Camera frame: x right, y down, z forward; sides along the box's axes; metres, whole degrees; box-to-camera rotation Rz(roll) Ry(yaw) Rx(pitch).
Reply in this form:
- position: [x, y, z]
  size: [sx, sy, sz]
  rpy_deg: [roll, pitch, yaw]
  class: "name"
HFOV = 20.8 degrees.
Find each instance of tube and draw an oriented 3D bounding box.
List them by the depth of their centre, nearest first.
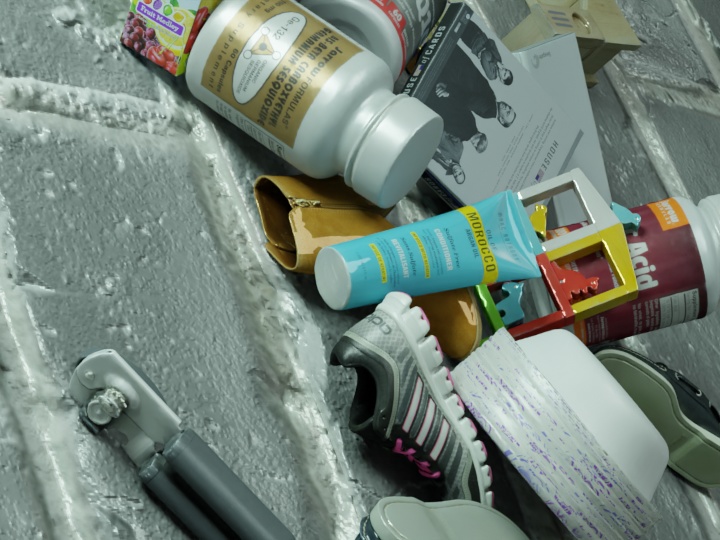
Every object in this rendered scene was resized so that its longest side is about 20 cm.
- position: [0.057, -0.012, 1.589]
  size: [0.199, 0.050, 0.078]
  rpy_deg: [-13, 85, -34]
  class: "tube"

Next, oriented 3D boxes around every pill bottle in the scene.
- position: [-0.036, -0.142, 1.618]
  size: [0.199, 0.115, 0.114]
  rpy_deg: [35, 29, 16]
  class: "pill bottle"
- position: [0.259, -0.002, 1.787]
  size: [0.114, 0.198, 0.115]
  rpy_deg: [165, -90, -86]
  class: "pill bottle"
- position: [0.016, -0.250, 1.822]
  size: [0.114, 0.114, 0.200]
  rpy_deg: [43, 41, -10]
  class: "pill bottle"

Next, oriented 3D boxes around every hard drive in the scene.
- position: [0.199, -0.126, 1.939]
  size: [0.132, 0.027, 0.202]
  rpy_deg: [-26, 105, -57]
  class: "hard drive"

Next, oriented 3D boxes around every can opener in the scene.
- position: [-0.121, 0.128, 1.352]
  size: [0.200, 0.053, 0.066]
  rpy_deg: [48, 32, -3]
  class: "can opener"

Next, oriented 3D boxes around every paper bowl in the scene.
- position: [0.170, 0.129, 1.580]
  size: [0.201, 0.104, 0.201]
  rpy_deg: [49, 1, -1]
  class: "paper bowl"

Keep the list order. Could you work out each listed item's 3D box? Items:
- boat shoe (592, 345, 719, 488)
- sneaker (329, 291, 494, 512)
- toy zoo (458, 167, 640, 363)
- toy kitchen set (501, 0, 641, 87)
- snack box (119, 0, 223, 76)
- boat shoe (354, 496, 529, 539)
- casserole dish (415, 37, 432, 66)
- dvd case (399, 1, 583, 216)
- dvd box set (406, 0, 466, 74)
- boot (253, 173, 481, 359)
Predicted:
- position: [0.279, 0.122, 1.820]
  size: [0.199, 0.074, 0.066]
  rpy_deg: [35, 33, -22]
  class: "boat shoe"
- position: [0.036, 0.122, 1.532]
  size: [0.087, 0.074, 0.201]
  rpy_deg: [-26, 100, -15]
  class: "sneaker"
- position: [0.155, -0.010, 1.724]
  size: [0.020, 0.199, 0.132]
  rpy_deg: [81, -12, -65]
  class: "toy zoo"
- position: [0.216, -0.330, 2.118]
  size: [0.180, 0.163, 0.201]
  rpy_deg: [-3, 59, -51]
  class: "toy kitchen set"
- position: [-0.108, -0.281, 1.643]
  size: [0.067, 0.201, 0.169]
  rpy_deg: [31, 29, 13]
  class: "snack box"
- position: [0.064, 0.218, 1.472]
  size: [0.199, 0.062, 0.075]
  rpy_deg: [13, 36, -51]
  class: "boat shoe"
- position: [0.103, -0.158, 1.870]
  size: [0.200, 0.039, 0.122]
  rpy_deg: [16, 78, -56]
  class: "casserole dish"
- position: [0.115, -0.127, 1.810]
  size: [0.200, 0.025, 0.151]
  rpy_deg: [43, 67, -35]
  class: "dvd case"
- position: [0.062, -0.259, 1.982]
  size: [0.200, 0.029, 0.146]
  rpy_deg: [52, 33, 3]
  class: "dvd box set"
- position: [0.000, -0.001, 1.617]
  size: [0.143, 0.071, 0.202]
  rpy_deg: [-4, 50, -45]
  class: "boot"
